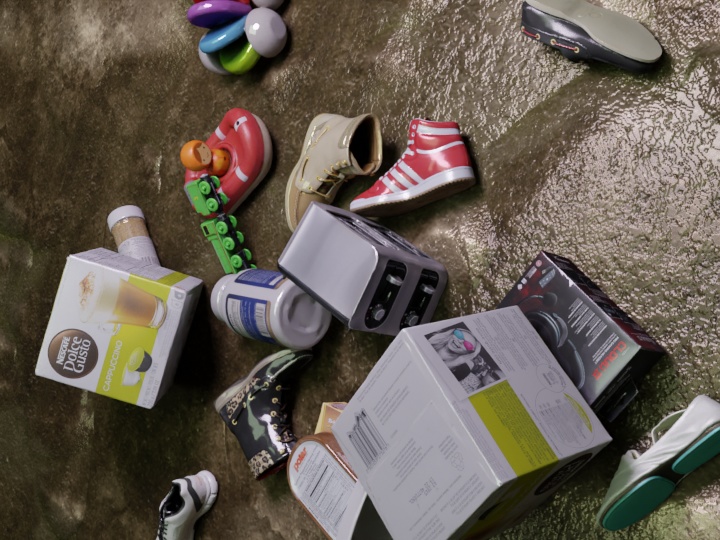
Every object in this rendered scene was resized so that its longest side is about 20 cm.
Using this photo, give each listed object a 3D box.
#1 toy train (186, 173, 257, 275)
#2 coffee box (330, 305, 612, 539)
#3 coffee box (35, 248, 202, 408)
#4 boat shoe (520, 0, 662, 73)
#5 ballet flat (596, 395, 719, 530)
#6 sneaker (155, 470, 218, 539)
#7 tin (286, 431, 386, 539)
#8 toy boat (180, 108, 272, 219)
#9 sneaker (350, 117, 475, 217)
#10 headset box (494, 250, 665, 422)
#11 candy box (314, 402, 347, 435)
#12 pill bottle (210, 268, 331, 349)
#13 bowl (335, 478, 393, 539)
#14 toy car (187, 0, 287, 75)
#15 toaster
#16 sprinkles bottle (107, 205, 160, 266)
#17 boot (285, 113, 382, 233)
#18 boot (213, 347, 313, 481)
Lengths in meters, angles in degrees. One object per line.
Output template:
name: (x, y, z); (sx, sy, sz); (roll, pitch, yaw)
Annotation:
toy train: (-0.230, -0.063, 1.564); (0.056, 0.042, 0.200); (-13, 106, 31)
coffee box: (0.124, 0.189, 1.095); (0.200, 0.197, 0.200); (57, 134, 26)
coffee box: (-0.394, 0.089, 1.568); (0.197, 0.200, 0.200); (18, 94, -3)
boat shoe: (0.292, -0.300, 1.209); (0.201, 0.074, 0.063); (35, 141, 28)
ballet flat: (0.343, 0.218, 1.086); (0.200, 0.069, 0.069); (-47, 56, 19)
sneaker: (-0.316, 0.423, 1.588); (0.074, 0.080, 0.200); (34, 106, 36)
tin: (-0.030, 0.313, 1.322); (0.200, 0.042, 0.112); (43, 112, 33)
toy boat: (-0.245, -0.186, 1.592); (0.200, 0.131, 0.131); (-46, 57, 25)
sneaker: (0.067, -0.150, 1.364); (0.200, 0.071, 0.113); (-17, 76, 29)
headset box: (0.258, 0.098, 1.160); (0.149, 0.077, 0.200); (-54, 52, 20)
candy box: (0.016, 0.277, 1.347); (0.200, 0.055, 0.116); (21, 98, 40)
pill bottle: (-0.145, 0.055, 1.467); (0.200, 0.111, 0.111); (8, 88, 49)
bowl: (0.059, 0.331, 1.223); (0.075, 0.199, 0.200); (27, 99, 61)
toy car: (-0.225, -0.438, 1.604); (0.175, 0.150, 0.201); (-9, 77, 38)
toaster: (0.000, 0.000, 1.328); (0.200, 0.181, 0.119); (36, 103, 37)
sprinkles bottle: (-0.409, -0.024, 1.744); (0.068, 0.068, 0.200); (-40, 60, 28)
boot: (-0.039, -0.142, 1.430); (0.155, 0.073, 0.201); (13, 85, 58)
boot: (-0.128, 0.219, 1.468); (0.200, 0.073, 0.151); (-36, 67, 19)
